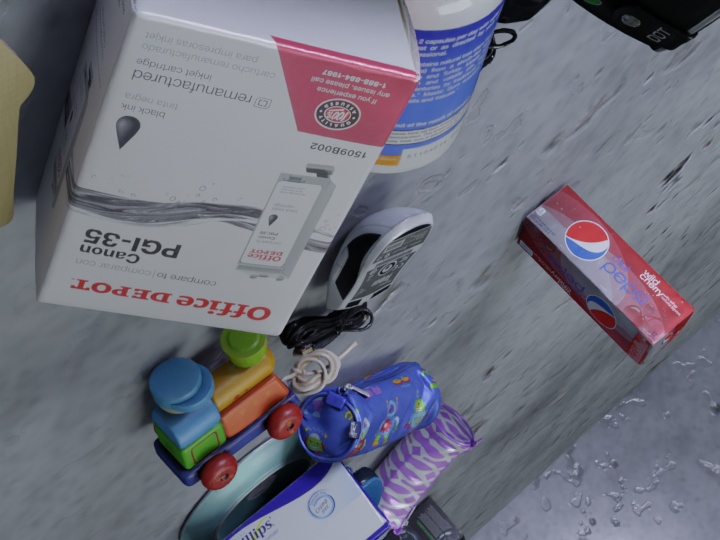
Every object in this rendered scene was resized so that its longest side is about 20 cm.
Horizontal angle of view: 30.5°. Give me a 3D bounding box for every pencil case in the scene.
[{"bbox_3d":[0.075,0.274,1.812,0.200,0.085,0.084,-54,160,27],"label":"pencil case"},{"bbox_3d":[0.013,0.149,1.430,0.200,0.078,0.087,-11,126,-57],"label":"pencil case"}]

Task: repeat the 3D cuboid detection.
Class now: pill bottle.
[{"bbox_3d":[0.025,-0.156,0.745,0.112,0.112,0.200,-33,159,-27],"label":"pill bottle"}]

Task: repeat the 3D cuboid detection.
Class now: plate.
[{"bbox_3d":[-0.113,0.244,1.455,0.200,0.026,0.200,-37,161,-15],"label":"plate"}]

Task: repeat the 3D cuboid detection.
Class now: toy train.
[{"bbox_3d":[-0.086,0.080,1.092,0.200,0.085,0.116,-36,147,-22],"label":"toy train"}]

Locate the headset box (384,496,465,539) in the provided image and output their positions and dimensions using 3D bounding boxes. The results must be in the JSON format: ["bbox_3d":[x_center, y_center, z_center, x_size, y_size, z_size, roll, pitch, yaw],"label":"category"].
[{"bbox_3d":[0.083,0.513,2.329,0.200,0.093,0.174,-40,160,-10],"label":"headset box"}]

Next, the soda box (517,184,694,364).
[{"bbox_3d":[0.266,0.005,1.447,0.070,0.200,0.064,-36,161,-20],"label":"soda box"}]

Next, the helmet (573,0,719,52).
[{"bbox_3d":[0.167,-0.241,0.729,0.200,0.191,0.200,-39,-176,4],"label":"helmet"}]

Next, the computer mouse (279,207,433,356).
[{"bbox_3d":[0.000,0.000,1.143,0.109,0.044,0.200,-21,157,-39],"label":"computer mouse"}]

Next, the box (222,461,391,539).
[{"bbox_3d":[-0.069,0.308,1.470,0.184,0.105,0.200,-38,168,-10],"label":"box"}]

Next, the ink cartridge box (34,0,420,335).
[{"bbox_3d":[-0.076,-0.064,0.682,0.146,0.083,0.200,9,135,-22],"label":"ink cartridge box"}]

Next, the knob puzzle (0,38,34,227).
[{"bbox_3d":[-0.231,-0.054,0.565,0.219,0.030,0.220,-38,161,-16],"label":"knob puzzle"}]

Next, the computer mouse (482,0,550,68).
[{"bbox_3d":[0.112,-0.218,0.898,0.200,0.053,0.138,-39,163,20],"label":"computer mouse"}]

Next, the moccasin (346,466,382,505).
[{"bbox_3d":[-0.031,0.307,1.699,0.080,0.068,0.201,-20,150,-34],"label":"moccasin"}]
